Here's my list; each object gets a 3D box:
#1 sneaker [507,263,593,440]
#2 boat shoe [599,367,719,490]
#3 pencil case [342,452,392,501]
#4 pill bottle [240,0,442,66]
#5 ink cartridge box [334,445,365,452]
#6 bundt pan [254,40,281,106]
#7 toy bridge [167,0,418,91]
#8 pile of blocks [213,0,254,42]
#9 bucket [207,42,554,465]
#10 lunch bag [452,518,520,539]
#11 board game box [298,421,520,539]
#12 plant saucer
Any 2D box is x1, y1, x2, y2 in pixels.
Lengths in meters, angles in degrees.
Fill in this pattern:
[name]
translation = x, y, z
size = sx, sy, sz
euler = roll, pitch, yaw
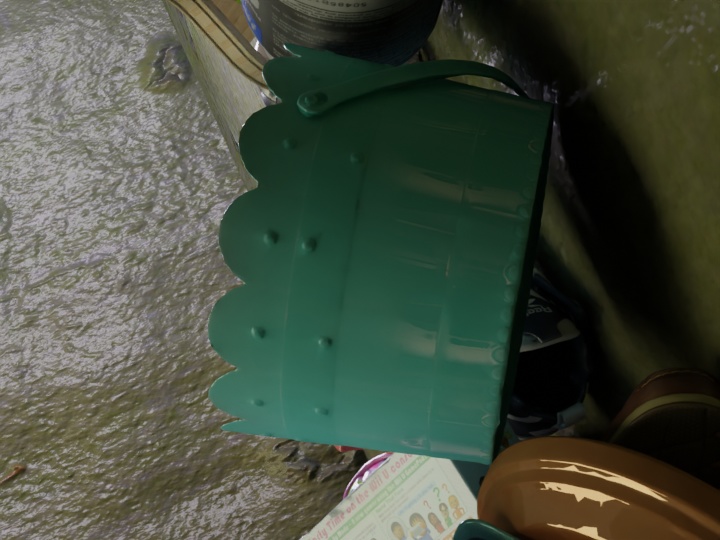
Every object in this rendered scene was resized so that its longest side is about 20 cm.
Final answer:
[sneaker]
translation = 0.077, 0.008, 0.940
size = 0.130, 0.079, 0.201
euler = -178, 69, -77
[boat shoe]
translation = 0.140, 0.106, 0.791
size = 0.201, 0.071, 0.068
euler = 87, -173, -50
[pencil case]
translation = 0.076, 0.228, 1.394
size = 0.200, 0.087, 0.088
euler = 38, -168, -36
[pill bottle]
translation = -0.009, -0.163, 0.851
size = 0.200, 0.113, 0.114
euler = 102, 143, -79
[ink cartridge box]
translation = 0.000, 0.000, 1.064
size = 0.116, 0.067, 0.202
euler = -136, 45, -60
[bundt pan]
translation = -0.029, -0.121, 1.338
size = 0.202, 0.075, 0.203
euler = 156, 90, -84
[toy bridge]
translation = -0.047, -0.140, 0.974
size = 0.027, 0.199, 0.068
euler = -20, 60, 47
[pile of blocks]
translation = -0.101, -0.291, 1.457
size = 0.201, 0.082, 0.062
euler = 94, -164, -57
[bucket]
translation = 0.016, -0.005, 0.799
size = 0.207, 0.134, 0.209
euler = 10, -90, -83
[lunch bag]
translation = 0.036, 0.205, 0.751
size = 0.171, 0.198, 0.123
euler = 80, -175, -47
[board game box]
translation = 0.067, 0.194, 0.908
size = 0.148, 0.064, 0.201
euler = -46, 70, 40
[plant saucer]
translation = 0.133, 0.157, 0.739
size = 0.199, 0.038, 0.201
euler = 29, 150, 19
